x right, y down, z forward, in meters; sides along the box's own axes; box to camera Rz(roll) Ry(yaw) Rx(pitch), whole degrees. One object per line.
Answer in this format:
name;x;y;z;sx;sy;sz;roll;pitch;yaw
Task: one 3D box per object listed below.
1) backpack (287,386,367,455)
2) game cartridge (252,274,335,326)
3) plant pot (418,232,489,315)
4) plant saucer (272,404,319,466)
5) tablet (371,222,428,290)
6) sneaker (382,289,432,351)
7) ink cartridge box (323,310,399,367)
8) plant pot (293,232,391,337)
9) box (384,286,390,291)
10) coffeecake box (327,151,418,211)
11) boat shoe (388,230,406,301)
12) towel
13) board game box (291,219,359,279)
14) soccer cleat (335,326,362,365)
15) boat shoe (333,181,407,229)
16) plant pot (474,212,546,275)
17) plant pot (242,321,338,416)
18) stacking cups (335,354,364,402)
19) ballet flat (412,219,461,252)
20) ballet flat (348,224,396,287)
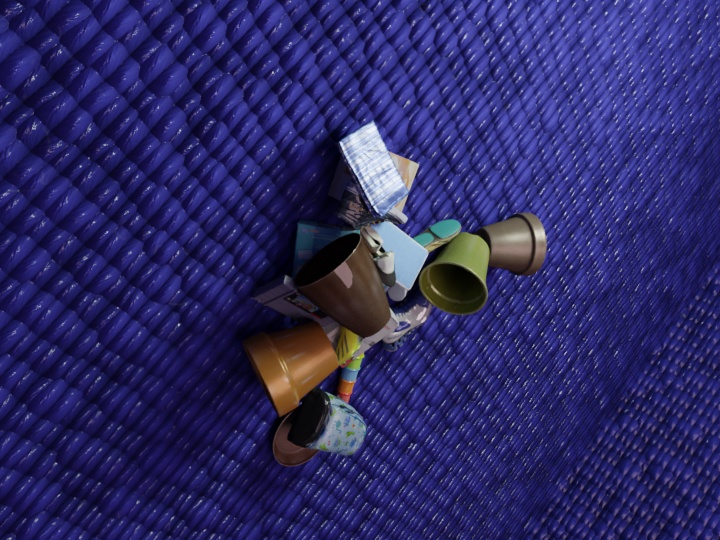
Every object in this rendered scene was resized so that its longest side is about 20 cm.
backpack;-0.077;0.425;1.674;0.164;0.153;0.200;-62;148;-8
game cartridge;-0.145;0.083;1.481;0.199;0.129;0.039;32;55;-33
plant pot;0.292;-0.006;1.780;0.185;0.199;0.202;-60;142;-41
plant saucer;-0.167;0.451;1.715;0.199;0.037;0.202;-18;120;-34
tablet;0.081;-0.053;1.630;0.199;0.014;0.131;36;70;-17
sneaker;0.117;0.132;1.778;0.200;0.080;0.115;-50;135;-9
ink cartridge box;-0.018;0.144;1.622;0.199;0.085;0.146;-36;134;9
plant pot;-0.022;0.051;1.405;0.187;0.187;0.201;-42;111;-17
box;0.000;0.000;1.615;0.199;0.070;0.064;28;107;-44
coffeecake box;0.034;-0.230;1.541;0.199;0.073;0.155;12;103;-42
boat shoe;0.105;-0.018;1.715;0.065;0.073;0.202;-35;131;-63
towel;0.034;-0.237;1.431;0.145;0.024;0.201;-40;108;-39
board game box;-0.089;-0.013;1.499;0.149;0.047;0.202;9;109;-1
soccer cleat;-0.024;0.156;1.544;0.083;0.065;0.201;32;116;-5
boat shoe;0.023;-0.135;1.486;0.199;0.071;0.091;25;96;-37
plant pot;0.451;-0.078;1.908;0.173;0.200;0.202;-3;113;-21
plant pot;-0.160;0.218;1.476;0.182;0.200;0.202;-27;126;-15
stacking cups;-0.035;0.288;1.740;0.060;0.060;0.202;4;110;-41
ballet flat;0.207;-0.087;1.770;0.199;0.070;0.071;-28;126;-29
ballet flat;0.041;-0.045;1.560;0.201;0.068;0.068;54;50;-10
